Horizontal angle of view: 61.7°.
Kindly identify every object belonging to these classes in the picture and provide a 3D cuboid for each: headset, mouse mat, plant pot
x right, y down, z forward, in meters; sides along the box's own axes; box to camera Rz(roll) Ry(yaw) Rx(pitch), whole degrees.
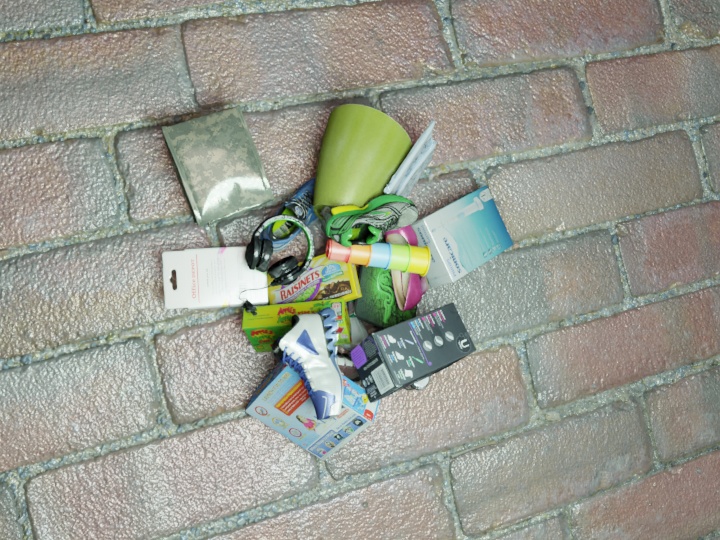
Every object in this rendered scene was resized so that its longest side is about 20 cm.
[{"bbox_3d":[-0.166,-0.011,1.151,0.123,0.094,0.201,34,87,-19],"label":"headset"},{"bbox_3d":[0.062,0.026,1.234,0.160,0.007,0.203,25,62,-31],"label":"mouse mat"},{"bbox_3d":[-0.016,-0.189,1.203,0.185,0.187,0.202,27,70,-11],"label":"plant pot"}]

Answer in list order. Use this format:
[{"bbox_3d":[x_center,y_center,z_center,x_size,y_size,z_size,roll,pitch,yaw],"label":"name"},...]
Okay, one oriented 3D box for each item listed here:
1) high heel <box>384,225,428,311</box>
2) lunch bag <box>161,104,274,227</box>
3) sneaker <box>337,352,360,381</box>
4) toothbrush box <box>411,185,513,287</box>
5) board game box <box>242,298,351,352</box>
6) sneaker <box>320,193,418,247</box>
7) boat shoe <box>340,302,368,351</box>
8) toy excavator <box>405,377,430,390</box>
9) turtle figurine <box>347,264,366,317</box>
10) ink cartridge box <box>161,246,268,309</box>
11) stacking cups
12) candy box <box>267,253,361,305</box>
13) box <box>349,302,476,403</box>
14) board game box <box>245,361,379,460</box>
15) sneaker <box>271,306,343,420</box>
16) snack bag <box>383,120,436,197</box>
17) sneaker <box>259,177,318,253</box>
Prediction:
[{"bbox_3d":[0.074,-0.022,1.212,0.096,0.067,0.203,-36,113,-50],"label":"high heel"},{"bbox_3d":[-0.278,-0.197,1.189,0.162,0.118,0.203,-21,87,-16],"label":"lunch bag"},{"bbox_3d":[-0.051,0.231,1.251,0.197,0.076,0.117,12,89,-3],"label":"sneaker"},{"bbox_3d":[0.214,-0.074,1.305,0.199,0.085,0.148,-29,95,-30],"label":"toothbrush box"},{"bbox_3d":[-0.121,0.109,1.183,0.197,0.102,0.048,-6,55,5],"label":"board game box"},{"bbox_3d":[0.029,-0.082,1.124,0.198,0.085,0.079,-18,136,-28],"label":"sneaker"},{"bbox_3d":[-0.051,0.091,1.256,0.074,0.065,0.200,-44,98,-14],"label":"boat shoe"},{"bbox_3d":[0.100,0.128,1.286,0.200,0.100,0.195,42,76,0],"label":"toy excavator"},{"bbox_3d":[0.000,0.000,1.261,0.148,0.100,0.203,10,68,-44],"label":"turtle figurine"},{"bbox_3d":[-0.288,0.016,1.197,0.197,0.067,0.119,-3,87,-16],"label":"ink cartridge box"},{"bbox_3d":[0.033,-0.033,1.154,0.197,0.060,0.062,9,84,-12],"label":"stacking cups"},{"bbox_3d":[-0.098,0.030,1.201,0.198,0.026,0.104,-19,73,22],"label":"candy box"},{"bbox_3d":[0.098,0.154,1.140,0.198,0.122,0.107,-18,74,-31],"label":"box"},{"bbox_3d":[-0.096,0.263,1.171,0.195,0.200,0.056,35,41,-10],"label":"board game box"},{"bbox_3d":[-0.097,0.162,1.053,0.113,0.081,0.202,2,65,-18],"label":"sneaker"},{"bbox_3d":[0.103,-0.200,1.252,0.021,0.200,0.190,32,78,9],"label":"snack bag"},{"bbox_3d":[-0.123,-0.119,1.237,0.078,0.089,0.201,42,72,-9],"label":"sneaker"}]
